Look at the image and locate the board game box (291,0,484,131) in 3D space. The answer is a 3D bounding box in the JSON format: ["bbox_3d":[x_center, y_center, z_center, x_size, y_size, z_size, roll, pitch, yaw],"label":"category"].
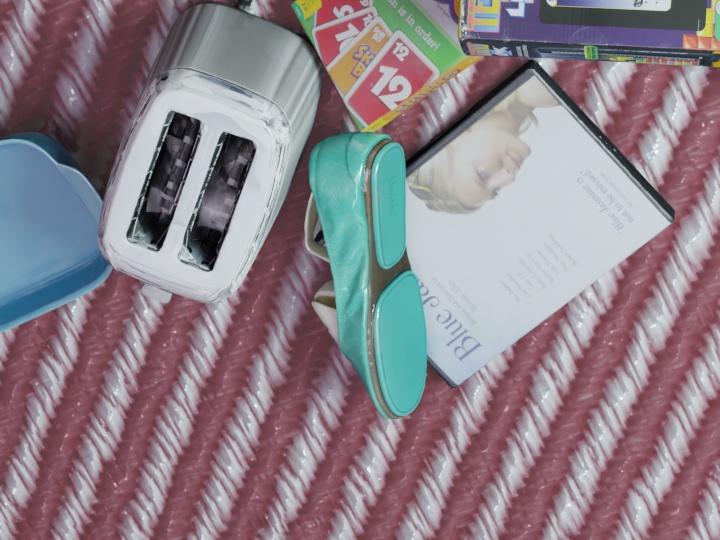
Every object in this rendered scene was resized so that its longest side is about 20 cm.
[{"bbox_3d":[0.056,-0.177,1.598,0.199,0.030,0.096,-33,81,25],"label":"board game box"}]

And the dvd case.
[{"bbox_3d":[0.086,-0.027,1.702,0.200,0.018,0.143,-38,106,24],"label":"dvd case"}]

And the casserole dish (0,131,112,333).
[{"bbox_3d":[-0.244,-0.025,1.730,0.199,0.039,0.121,-24,111,31],"label":"casserole dish"}]

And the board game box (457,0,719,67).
[{"bbox_3d":[0.146,-0.224,1.520,0.164,0.057,0.202,4,85,9],"label":"board game box"}]

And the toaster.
[{"bbox_3d":[-0.094,-0.077,1.643,0.113,0.129,0.201,22,118,-3],"label":"toaster"}]

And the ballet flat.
[{"bbox_3d":[0.000,0.000,1.692,0.070,0.067,0.201,11,120,32],"label":"ballet flat"}]
